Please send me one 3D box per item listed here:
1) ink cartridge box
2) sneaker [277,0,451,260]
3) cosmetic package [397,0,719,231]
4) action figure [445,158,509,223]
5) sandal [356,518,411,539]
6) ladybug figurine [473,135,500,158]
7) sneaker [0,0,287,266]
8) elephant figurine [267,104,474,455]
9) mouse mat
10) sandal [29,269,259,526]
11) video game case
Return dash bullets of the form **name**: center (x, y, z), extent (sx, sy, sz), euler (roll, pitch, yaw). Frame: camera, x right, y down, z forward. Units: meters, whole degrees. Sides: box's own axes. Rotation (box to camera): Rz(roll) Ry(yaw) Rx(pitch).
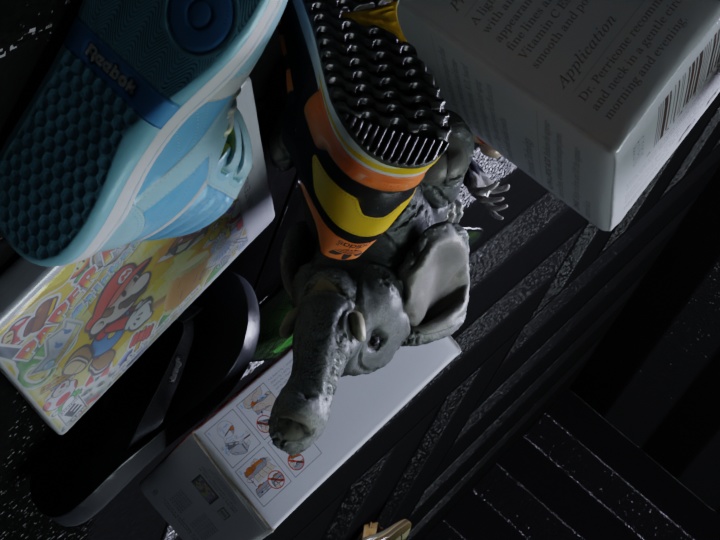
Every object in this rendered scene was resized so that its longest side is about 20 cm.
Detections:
- **ink cartridge box**: center (-0.051, 0.111, 0.930), extent (0.200, 0.084, 0.176), euler (-40, 178, -34)
- **sneaker**: center (-0.016, -0.096, 0.628), extent (0.069, 0.202, 0.090), euler (8, 135, -23)
- **cosmetic package**: center (0.117, -0.161, 0.770), extent (0.165, 0.199, 0.165), euler (-50, 164, -4)
- **action figure**: center (0.063, -0.072, 1.016), extent (0.118, 0.102, 0.201), euler (-12, 142, -48)
- **sandal**: center (0.009, 0.456, 2.195), extent (0.199, 0.054, 0.081), euler (-18, 142, -38)
- **ladybug figurine**: center (0.129, -0.173, 0.922), extent (0.135, 0.072, 0.202), euler (1, 109, -47)
- **sneaker**: center (-0.078, -0.090, 0.615), extent (0.200, 0.080, 0.130), euler (-46, 165, 22)
- **elephant figurine**: center (0.000, 0.000, 0.807), extent (0.153, 0.141, 0.203), euler (2, 93, -26)
- **mouse mat**: center (-0.016, 0.021, 0.991), extent (0.160, 0.008, 0.200), euler (-3, 150, -47)
- **sandal**: center (-0.139, 0.081, 0.853), extent (0.201, 0.076, 0.043), euler (-49, 138, -9)
- **video game case**: center (-0.129, -0.006, 0.763), extent (0.200, 0.023, 0.182), euler (-46, 164, -16)
